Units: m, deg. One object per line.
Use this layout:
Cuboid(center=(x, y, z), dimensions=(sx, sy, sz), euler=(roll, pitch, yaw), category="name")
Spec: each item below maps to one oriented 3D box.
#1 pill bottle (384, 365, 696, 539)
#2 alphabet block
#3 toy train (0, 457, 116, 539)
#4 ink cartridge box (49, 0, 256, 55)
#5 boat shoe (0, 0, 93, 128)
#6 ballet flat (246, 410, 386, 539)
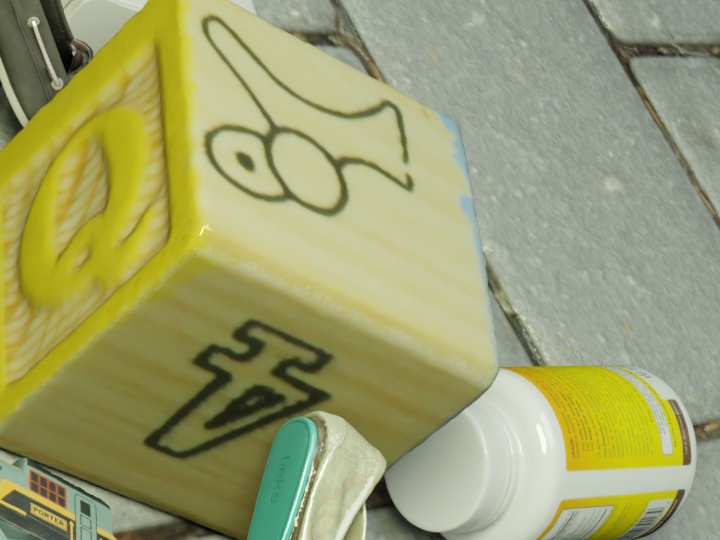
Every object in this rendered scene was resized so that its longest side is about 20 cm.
Cuboid(center=(0.105, 0.112, 1.578), dimensions=(0.199, 0.109, 0.110), euler=(2, 55, -50), category="pill bottle")
Cuboid(center=(-0.069, 0.001, 1.403), dimensions=(0.199, 0.196, 0.196), euler=(26, 38, -32), category="alphabet block")
Cuboid(center=(-0.197, 0.123, 1.239), dimensions=(0.199, 0.085, 0.114), euler=(30, 25, -24), category="toy train")
Cuboid(center=(-0.154, -0.199, 1.608), dimensions=(0.146, 0.083, 0.201), euler=(16, 45, -40), category="ink cartridge box")
Cuboid(center=(-0.177, -0.134, 1.466), dimensions=(0.067, 0.057, 0.201), euler=(-97, 164, -61), category="boat shoe")
Cuboid(center=(-0.037, 0.168, 1.318), dimensions=(0.062, 0.067, 0.201), euler=(31, 74, -31), category="ballet flat")
